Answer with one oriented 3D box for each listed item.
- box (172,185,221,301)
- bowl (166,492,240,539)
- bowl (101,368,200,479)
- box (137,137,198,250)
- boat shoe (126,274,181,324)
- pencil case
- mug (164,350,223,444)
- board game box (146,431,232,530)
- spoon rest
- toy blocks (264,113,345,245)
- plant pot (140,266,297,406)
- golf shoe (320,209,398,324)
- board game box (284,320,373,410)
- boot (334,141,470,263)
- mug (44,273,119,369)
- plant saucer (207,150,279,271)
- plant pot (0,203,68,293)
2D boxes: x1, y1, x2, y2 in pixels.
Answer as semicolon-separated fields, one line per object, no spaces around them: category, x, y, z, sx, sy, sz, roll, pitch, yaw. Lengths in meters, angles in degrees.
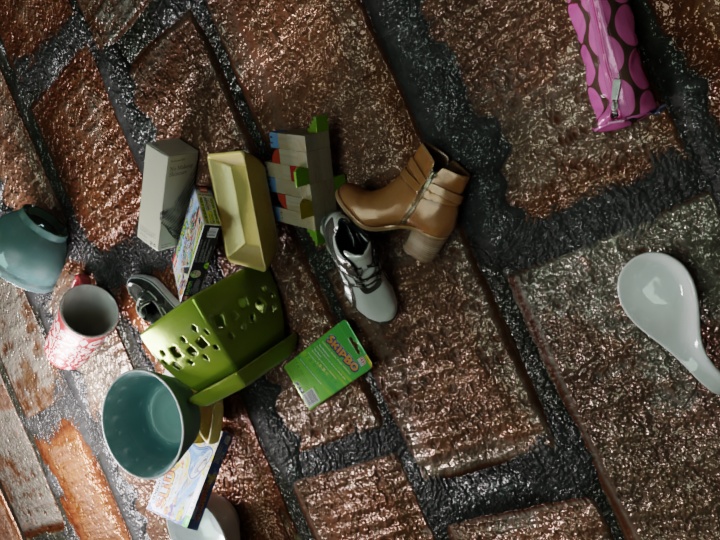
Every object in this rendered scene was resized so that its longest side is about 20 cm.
box;-0.315;-0.048;1.501;0.202;0.034;0.111;-64;36;37
bowl;-0.326;0.558;1.715;0.198;0.090;0.205;13;112;35
bowl;-0.379;0.279;1.486;0.197;0.105;0.206;2;94;27
box;-0.374;-0.147;1.525;0.068;0.082;0.203;31;123;28
boat shoe;-0.437;0.070;1.654;0.198;0.070;0.073;30;122;29
pencil case;0.290;-0.270;0.931;0.090;0.093;0.204;-14;95;41
mug;-0.326;0.250;1.592;0.184;0.149;0.156;19;108;18
board game box;-0.360;0.425;1.658;0.133;0.034;0.203;7;70;37
spoon rest;0.399;0.067;0.977;0.201;0.060;0.099;54;130;11
toy blocks;-0.105;-0.156;1.304;0.135;0.099;0.204;17;119;47
plant pot;-0.247;0.124;1.441;0.199;0.198;0.184;-29;92;41
golf shoe;0.000;0.000;1.238;0.202;0.077;0.094;58;172;-7
board game box;-0.055;0.168;1.404;0.200;0.030;0.096;-40;79;43
boot;0.061;-0.122;1.177;0.199;0.076;0.157;37;126;22
mug;-0.649;0.124;1.837;0.132;0.180;0.200;30;136;-16
plant saucer;-0.201;-0.110;1.384;0.199;0.048;0.204;12;114;61
plant pot;-0.758;-0.065;1.813;0.200;0.200;0.135;44;100;19
